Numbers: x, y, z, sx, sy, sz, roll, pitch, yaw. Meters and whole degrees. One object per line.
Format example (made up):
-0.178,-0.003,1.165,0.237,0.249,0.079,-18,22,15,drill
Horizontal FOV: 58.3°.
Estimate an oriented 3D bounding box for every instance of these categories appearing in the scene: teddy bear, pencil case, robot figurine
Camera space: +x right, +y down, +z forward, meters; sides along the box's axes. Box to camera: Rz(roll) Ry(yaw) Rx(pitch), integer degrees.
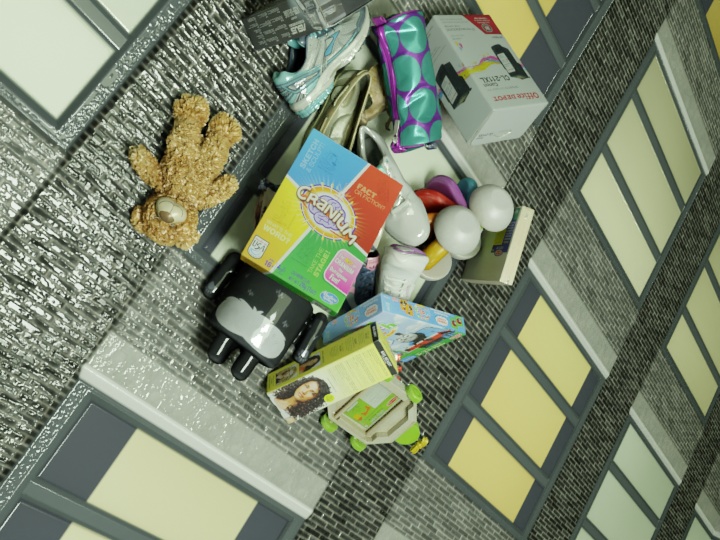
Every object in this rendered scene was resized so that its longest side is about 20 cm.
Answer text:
-0.228,-0.131,0.853,0.145,0.066,0.202,47,69,-32,teddy bear
-0.057,-0.080,0.943,0.194,0.078,0.092,8,72,-10,pencil case
0.071,-0.286,0.994,0.091,0.084,0.206,-22,107,-37,pencil case
-0.138,0.057,0.928,0.150,0.123,0.202,45,71,-38,robot figurine

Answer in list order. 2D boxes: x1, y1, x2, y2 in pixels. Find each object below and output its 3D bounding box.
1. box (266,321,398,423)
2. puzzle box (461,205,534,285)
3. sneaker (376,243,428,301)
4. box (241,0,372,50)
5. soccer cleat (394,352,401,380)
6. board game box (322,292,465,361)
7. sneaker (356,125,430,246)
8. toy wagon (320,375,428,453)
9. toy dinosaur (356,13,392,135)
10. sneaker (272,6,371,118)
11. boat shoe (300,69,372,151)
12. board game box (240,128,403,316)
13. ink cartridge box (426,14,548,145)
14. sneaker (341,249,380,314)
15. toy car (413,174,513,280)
-0.044,0.160,1.000,0.196,0.051,0.076,-27,119,9,box
0.244,-0.042,1.172,0.025,0.200,0.137,18,88,-10,puzzle box
0.065,0.019,1.044,0.073,0.200,0.102,13,77,5,sneaker
-0.050,-0.364,0.864,0.157,0.198,0.051,-41,119,-25,box
0.037,0.218,1.142,0.070,0.075,0.204,-71,160,-53,soccer cleat
0.056,0.100,1.077,0.197,0.150,0.038,18,55,-38,board game box
0.041,-0.132,1.001,0.074,0.089,0.203,-29,77,3,sneaker
0.034,0.242,1.091,0.199,0.040,0.155,38,112,-23,toy wagon
0.051,-0.305,1.047,0.100,0.058,0.205,23,84,-38,toy dinosaur
-0.056,-0.329,0.946,0.086,0.077,0.203,37,75,-34,sneaker
-0.036,-0.211,0.993,0.072,0.062,0.206,25,83,-38,boat shoe
-0.051,-0.066,0.880,0.151,0.040,0.204,29,76,-6,board game box
0.199,-0.322,1.079,0.143,0.083,0.203,-15,68,-35,ink cartridge box
0.000,0.000,1.050,0.069,0.081,0.205,-26,114,-34,sneaker
0.154,-0.091,1.129,0.198,0.175,0.152,-31,80,-29,toy car
